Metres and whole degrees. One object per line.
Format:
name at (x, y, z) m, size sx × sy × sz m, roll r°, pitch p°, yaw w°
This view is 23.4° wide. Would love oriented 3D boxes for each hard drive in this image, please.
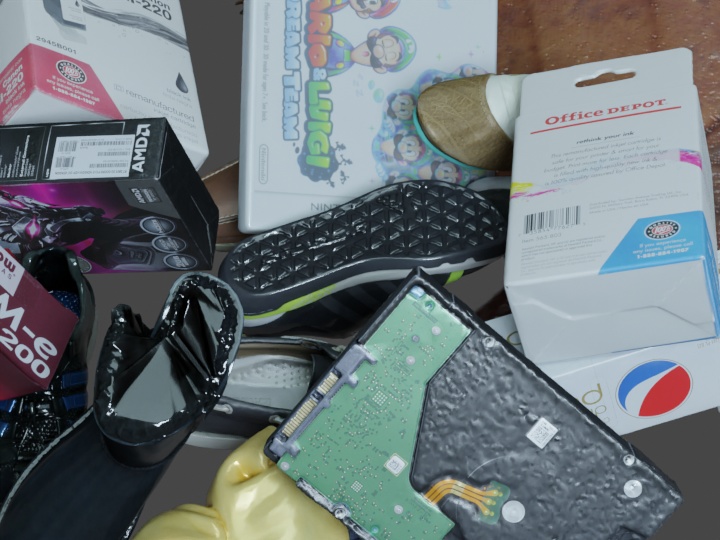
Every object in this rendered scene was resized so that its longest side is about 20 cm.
hard drive at (0.063, 0.113, 0.986) m, size 0.200 × 0.038 × 0.140 m, roll 39°, pitch 98°, yaw -5°

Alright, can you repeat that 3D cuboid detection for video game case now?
video game case at (0.008, -0.120, 1.181) m, size 0.182 × 0.024 × 0.201 m, roll 3°, pitch 85°, yaw -21°

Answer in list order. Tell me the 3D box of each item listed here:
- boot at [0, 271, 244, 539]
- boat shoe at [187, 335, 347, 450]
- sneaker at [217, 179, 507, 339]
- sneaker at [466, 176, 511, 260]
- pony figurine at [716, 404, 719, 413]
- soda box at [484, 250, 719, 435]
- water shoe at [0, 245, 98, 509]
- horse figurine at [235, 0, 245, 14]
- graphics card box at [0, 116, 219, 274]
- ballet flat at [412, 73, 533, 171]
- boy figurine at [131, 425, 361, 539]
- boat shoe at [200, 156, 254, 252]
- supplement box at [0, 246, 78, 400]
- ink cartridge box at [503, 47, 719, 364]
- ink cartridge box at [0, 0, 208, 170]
boot at (-0.141, 0.097, 0.972) m, size 0.076 × 0.168 × 0.200 m, roll 37°, pitch 75°, yaw 4°
boat shoe at (-0.031, 0.074, 1.101) m, size 0.199 × 0.060 × 0.074 m, roll 4°, pitch 51°, yaw 4°
sneaker at (0.000, 0.000, 1.145) m, size 0.199 × 0.083 × 0.072 m, roll -12°, pitch 53°, yaw -3°
sneaker at (0.135, 0.016, 1.132) m, size 0.200 × 0.071 × 0.099 m, roll 33°, pitch 54°, yaw 13°
pony figurine at (0.276, 0.170, 0.979) m, size 0.193 × 0.167 × 0.200 m, roll 12°, pitch 67°, yaw 20°
soda box at (0.138, 0.058, 1.037) m, size 0.200 × 0.064 × 0.068 m, roll -18°, pitch 38°, yaw 5°
water shoe at (-0.207, 0.074, 1.091) m, size 0.071 × 0.079 × 0.200 m, roll -3°, pitch 51°, yaw -1°
horse figurine at (0.016, -0.238, 1.359) m, size 0.200 × 0.050 × 0.133 m, roll 17°, pitch 65°, yaw 7°
graphics card box at (-0.204, -0.045, 1.136) m, size 0.199 × 0.126 × 0.051 m, roll -2°, pitch 61°, yaw 11°
ballet flat at (0.117, -0.097, 1.165) m, size 0.072 × 0.200 × 0.068 m, roll -24°, pitch 66°, yaw 32°
boy figurine at (-0.042, 0.154, 1.034) m, size 0.200 × 0.064 × 0.125 m, roll -20°, pitch 75°, yaw -11°
boat shoe at (-0.041, -0.076, 1.216) m, size 0.200 × 0.072 × 0.076 m, roll -22°, pitch 54°, yaw -17°
supplement box at (-0.282, 0.037, 1.047) m, size 0.200 × 0.109 × 0.061 m, roll -15°, pitch 42°, yaw 34°
ink cartridge box at (0.152, -0.043, 1.044) m, size 0.115 × 0.068 × 0.200 m, roll -8°, pitch 41°, yaw 16°
ink cartridge box at (-0.198, -0.149, 1.231) m, size 0.145 × 0.085 × 0.200 m, roll 20°, pitch 39°, yaw -35°
